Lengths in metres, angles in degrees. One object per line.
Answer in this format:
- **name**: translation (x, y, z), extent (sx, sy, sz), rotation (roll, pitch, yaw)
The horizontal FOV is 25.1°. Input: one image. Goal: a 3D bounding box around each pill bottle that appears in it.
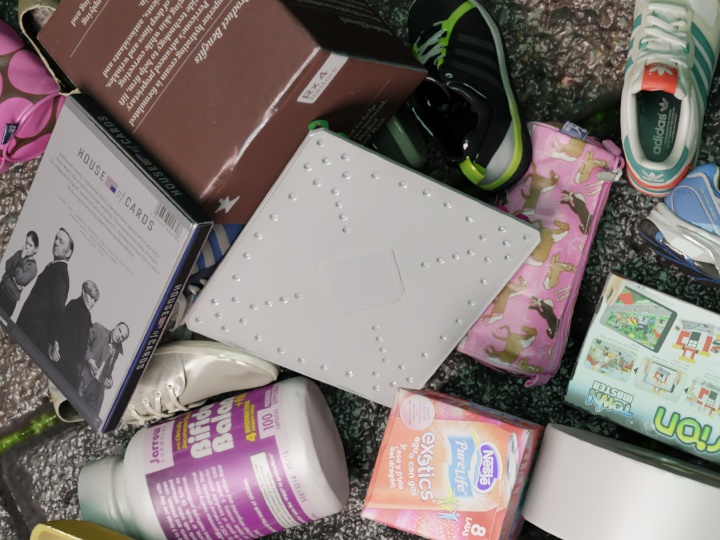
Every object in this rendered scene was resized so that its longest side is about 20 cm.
- **pill bottle**: translation (-0.117, 0.164, 1.279), extent (0.198, 0.112, 0.113), rotation (-19, 83, 10)

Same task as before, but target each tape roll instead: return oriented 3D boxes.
- **tape roll**: translation (0.219, 0.174, 1.164), extent (0.200, 0.202, 0.072), rotation (17, 89, 12)

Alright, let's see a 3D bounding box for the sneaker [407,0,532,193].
- **sneaker**: translation (0.072, -0.149, 1.242), extent (0.072, 0.082, 0.201), rotation (-43, 52, 29)

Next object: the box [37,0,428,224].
- **box**: translation (-0.095, -0.161, 1.195), extent (0.166, 0.164, 0.200), rotation (-48, 69, 21)

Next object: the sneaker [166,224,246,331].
- **sneaker**: translation (-0.104, 0.010, 1.264), extent (0.146, 0.081, 0.201), rotation (31, 54, -3)

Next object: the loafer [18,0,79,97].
- **loafer**: translation (-0.208, -0.155, 1.312), extent (0.200, 0.068, 0.076), rotation (44, 121, -10)

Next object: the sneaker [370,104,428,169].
- **sneaker**: translation (-0.036, -0.131, 1.306), extent (0.106, 0.075, 0.200), rotation (-44, 70, 11)

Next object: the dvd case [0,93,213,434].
- **dvd case**: translation (-0.195, -0.003, 1.172), extent (0.150, 0.025, 0.201), rotation (44, 123, 23)

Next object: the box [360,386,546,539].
- **box**: translation (0.076, 0.147, 1.194), extent (0.102, 0.200, 0.096), rotation (16, 88, 11)

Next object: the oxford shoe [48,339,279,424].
- **oxford shoe**: translation (-0.157, 0.092, 1.277), extent (0.198, 0.075, 0.058), rotation (-5, 62, 16)

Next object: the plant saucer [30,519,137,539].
- **plant saucer**: translation (-0.170, 0.283, 1.267), extent (0.198, 0.049, 0.201), rotation (21, 127, 1)

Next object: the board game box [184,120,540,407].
- **board game box**: translation (0.000, 0.000, 1.201), extent (0.199, 0.026, 0.201), rotation (23, 123, -23)

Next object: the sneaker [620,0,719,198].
- **sneaker**: translation (0.238, -0.159, 1.233), extent (0.070, 0.093, 0.202), rotation (7, 88, 12)

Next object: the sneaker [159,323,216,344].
- **sneaker**: translation (-0.187, 0.035, 1.307), extent (0.198, 0.105, 0.076), rotation (18, 89, 11)

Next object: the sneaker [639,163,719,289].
- **sneaker**: translation (0.311, -0.004, 1.212), extent (0.199, 0.076, 0.077), rotation (35, 87, 3)

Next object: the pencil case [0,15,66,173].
- **pencil case**: translation (-0.334, -0.179, 1.360), extent (0.200, 0.091, 0.094), rotation (45, 103, 13)

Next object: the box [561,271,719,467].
- **box**: translation (0.266, 0.088, 1.242), extent (0.198, 0.035, 0.111), rotation (22, 91, 12)

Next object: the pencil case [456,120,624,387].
- **pencil case**: translation (0.138, -0.014, 1.253), extent (0.082, 0.086, 0.202), rotation (17, 91, -18)
